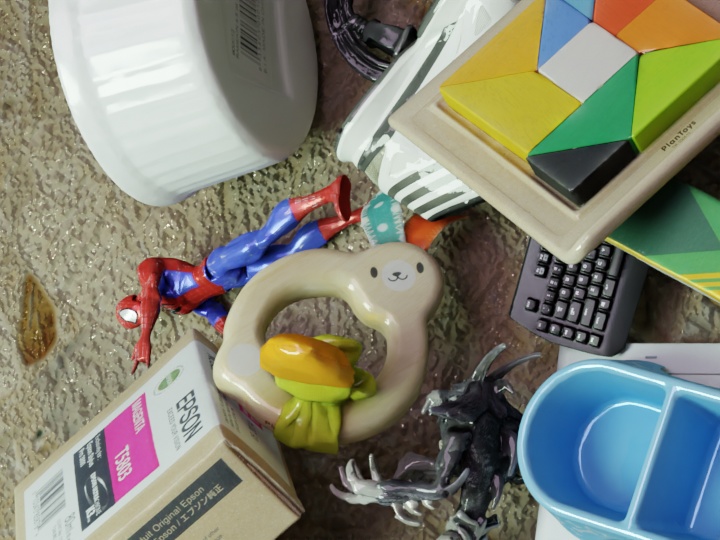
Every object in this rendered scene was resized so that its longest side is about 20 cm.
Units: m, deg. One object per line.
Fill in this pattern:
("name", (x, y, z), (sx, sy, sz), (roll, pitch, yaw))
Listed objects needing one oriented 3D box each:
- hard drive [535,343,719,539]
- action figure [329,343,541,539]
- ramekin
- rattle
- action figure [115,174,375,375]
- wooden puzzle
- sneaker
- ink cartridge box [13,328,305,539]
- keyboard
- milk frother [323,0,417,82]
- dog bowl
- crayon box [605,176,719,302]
("hard drive", (0.163, 0.142, 1.586), (0.132, 0.027, 0.200), (-1, 75, 35))
("action figure", (0.042, 0.134, 1.622), (0.102, 0.119, 0.200), (15, 90, 33))
("ramekin", (-0.108, -0.148, 1.773), (0.098, 0.200, 0.201), (-11, 69, 24))
("rattle", (0.000, 0.000, 1.631), (0.130, 0.143, 0.200), (31, 65, 29))
("action figure", (-0.079, 0.018, 1.775), (0.200, 0.065, 0.099), (-20, 55, 29))
("wooden puzzle", (0.129, -0.110, 1.547), (0.185, 0.037, 0.200), (-42, 42, -8))
("sneaker", (0.085, -0.116, 1.673), (0.115, 0.076, 0.201), (40, 105, 10))
("ink cartridge box", (-0.128, 0.140, 1.671), (0.165, 0.075, 0.200), (-42, 18, 5))
("keyboard", (0.129, -0.056, 1.605), (0.104, 0.040, 0.200), (15, 91, 20))
("milk frother", (0.027, -0.232, 1.702), (0.180, 0.188, 0.200), (6, 79, 38))
("dog bowl", (0.174, 0.109, 1.540), (0.200, 0.050, 0.112), (16, 84, 37))
("crayon box", (0.240, 0.013, 1.509), (0.200, 0.126, 0.052), (31, 94, 38))
